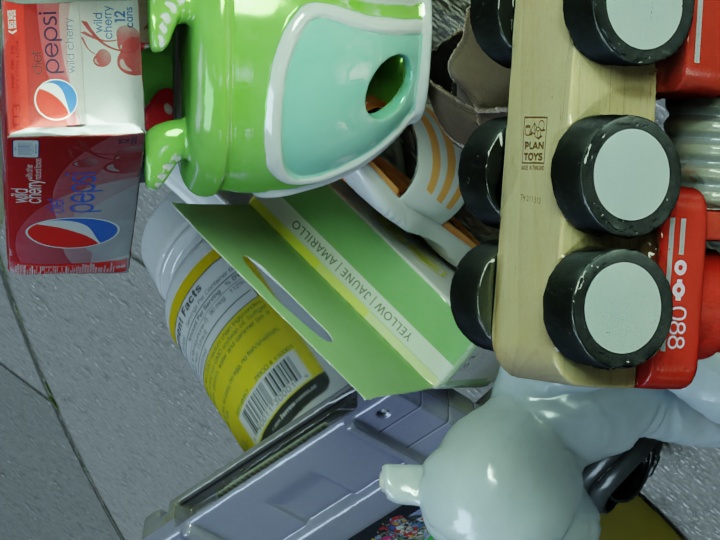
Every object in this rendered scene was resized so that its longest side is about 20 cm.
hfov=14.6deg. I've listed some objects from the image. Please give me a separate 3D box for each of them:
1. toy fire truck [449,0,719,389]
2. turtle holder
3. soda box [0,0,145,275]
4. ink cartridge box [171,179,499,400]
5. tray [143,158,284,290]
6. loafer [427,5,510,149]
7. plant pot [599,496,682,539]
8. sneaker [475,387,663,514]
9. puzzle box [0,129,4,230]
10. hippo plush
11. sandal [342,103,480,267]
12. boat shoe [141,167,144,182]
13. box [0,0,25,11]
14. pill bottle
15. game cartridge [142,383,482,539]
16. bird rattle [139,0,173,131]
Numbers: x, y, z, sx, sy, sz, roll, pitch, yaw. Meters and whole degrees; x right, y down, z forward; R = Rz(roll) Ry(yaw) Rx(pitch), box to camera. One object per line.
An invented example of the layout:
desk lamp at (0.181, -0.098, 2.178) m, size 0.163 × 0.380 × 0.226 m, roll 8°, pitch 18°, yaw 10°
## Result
toy fire truck at (0.155, -0.039, 1.109) m, size 0.199 × 0.177 × 0.128 m, roll 4°, pitch 180°, yaw -29°
turtle holder at (-0.037, -0.126, 1.285) m, size 0.141 × 0.131 × 0.187 m, roll -134°, pitch 44°, yaw -79°
soda box at (-0.137, -0.060, 1.313) m, size 0.063 × 0.070 × 0.200 m, roll -2°, pitch 162°, yaw -8°
ink cartridge box at (0.000, 0.000, 1.443) m, size 0.146 × 0.048 × 0.200 m, roll 44°, pitch -169°, yaw 14°
tray at (-0.044, -0.017, 1.526) m, size 0.200 × 0.022 × 0.107 m, roll 42°, pitch -165°, yaw 6°
loafer at (0.070, -0.088, 1.240) m, size 0.071 × 0.073 × 0.200 m, roll 44°, pitch 161°, yaw -8°
plant pot at (0.090, 0.225, 1.715) m, size 0.200 × 0.189 × 0.201 m, roll 36°, pitch 160°, yaw 16°
sneaker at (0.108, 0.102, 1.585) m, size 0.099 × 0.071 × 0.200 m, roll 46°, pitch 158°, yaw 3°
puzzle box at (-0.208, -0.124, 1.555) m, size 0.025 × 0.201 × 0.133 m, roll 4°, pitch 150°, yaw 12°
hippo plush at (0.109, 0.081, 1.339) m, size 0.159 × 0.161 × 0.200 m, roll 25°, pitch 173°, yaw 16°
sandal at (0.028, -0.056, 1.436) m, size 0.079 × 0.059 × 0.207 m, roll 44°, pitch -175°, yaw 25°
boat shoe at (-0.145, -0.078, 1.627) m, size 0.070 × 0.066 × 0.200 m, roll 40°, pitch -177°, yaw 20°
box at (-0.171, -0.196, 1.233) m, size 0.200 × 0.049 × 0.160 m, roll -12°, pitch 109°, yaw 51°
pill bottle at (-0.043, 0.037, 1.617) m, size 0.200 × 0.114 × 0.114 m, roll 55°, pitch 172°, yaw 36°
game cartridge at (-0.007, 0.128, 1.529) m, size 0.129 × 0.039 × 0.200 m, roll 33°, pitch 128°, yaw -30°
bird rattle at (-0.100, -0.122, 1.471) m, size 0.199 × 0.113 × 0.163 m, roll 31°, pitch 176°, yaw 22°
